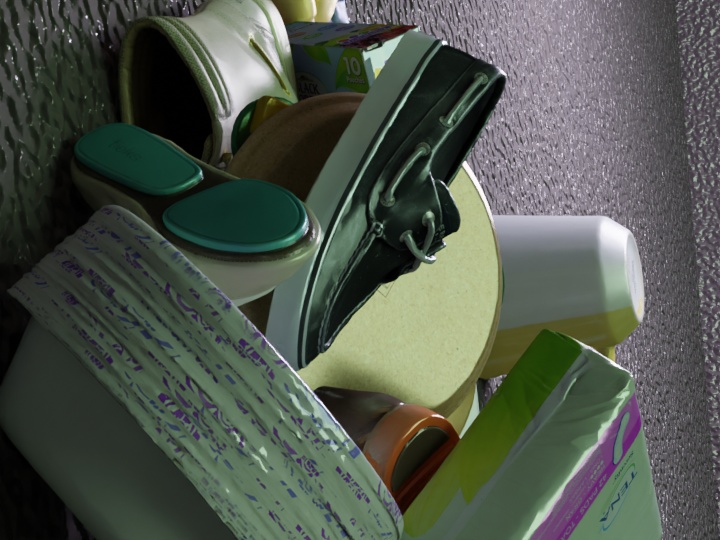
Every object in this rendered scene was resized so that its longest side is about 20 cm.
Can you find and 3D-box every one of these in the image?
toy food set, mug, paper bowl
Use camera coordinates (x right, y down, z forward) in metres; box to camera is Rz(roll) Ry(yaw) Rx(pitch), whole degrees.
[{"bbox_3d":[0.000,0.000,0.928,0.199,0.049,0.199,24,72,-30],"label":"toy food set"},{"bbox_3d":[0.179,0.029,1.558,0.150,0.152,0.187,-75,151,-50],"label":"mug"},{"bbox_3d":[-0.083,0.077,0.763,0.201,0.104,0.201,46,-10,11],"label":"paper bowl"}]

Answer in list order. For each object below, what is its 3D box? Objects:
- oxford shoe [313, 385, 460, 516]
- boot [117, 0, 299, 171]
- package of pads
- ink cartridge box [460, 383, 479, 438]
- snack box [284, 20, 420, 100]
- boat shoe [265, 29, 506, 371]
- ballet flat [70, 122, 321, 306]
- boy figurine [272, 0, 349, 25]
[{"bbox_3d":[0.025,0.125,0.899,0.071,0.073,0.201,-46,142,-24],"label":"oxford shoe"},{"bbox_3d":[-0.071,-0.058,0.989,0.155,0.072,0.201,-41,116,-68],"label":"boot"},{"bbox_3d":[0.073,0.153,0.851,0.200,0.068,0.155,-50,145,-24],"label":"package of pads"},{"bbox_3d":[-0.002,0.123,1.047,0.083,0.175,0.201,-3,83,-29],"label":"ink cartridge box"},{"bbox_3d":[0.002,-0.056,1.100,0.053,0.142,0.201,-25,112,-30],"label":"snack box"},{"bbox_3d":[0.016,-0.030,0.860,0.072,0.067,0.201,90,24,-59],"label":"boat shoe"},{"bbox_3d":[-0.076,-0.017,0.823,0.200,0.069,0.070,33,-31,52],"label":"ballet flat"},{"bbox_3d":[-0.032,-0.209,1.180,0.125,0.064,0.201,-70,150,-49],"label":"boy figurine"}]
